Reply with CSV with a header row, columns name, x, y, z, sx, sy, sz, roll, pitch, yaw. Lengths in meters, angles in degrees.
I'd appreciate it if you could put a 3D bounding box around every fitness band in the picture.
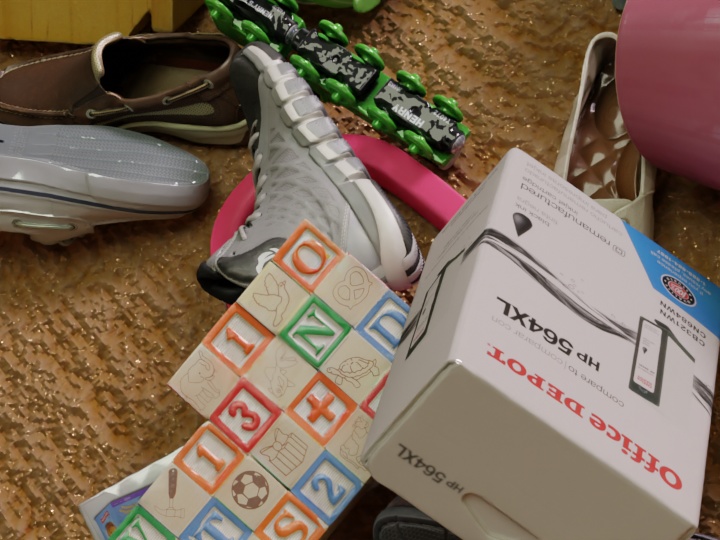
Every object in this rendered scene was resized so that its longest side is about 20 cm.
name,x,y,z,sx,sy,sz,roll,pitch,yaw
fitness band,0.000,0.000,1.234,0.143,0.038,0.200,-41,55,-12

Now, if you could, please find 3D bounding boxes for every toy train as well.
name,x,y,z,sx,sy,sz,roll,pitch,yaw
toy train,-0.015,-0.121,1.281,0.199,0.056,0.042,36,77,21

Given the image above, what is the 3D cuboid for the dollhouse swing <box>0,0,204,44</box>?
name,x,y,z,sx,sy,sz,roll,pitch,yaw
dollhouse swing,-0.174,-0.256,1.467,0.199,0.176,0.183,6,102,23

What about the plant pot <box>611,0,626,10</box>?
name,x,y,z,sx,sy,sz,roll,pitch,yaw
plant pot,0.235,-0.293,1.233,0.195,0.200,0.197,1,58,21

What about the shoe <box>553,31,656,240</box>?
name,x,y,z,sx,sy,sz,roll,pitch,yaw
shoe,0.134,-0.046,1.199,0.069,0.053,0.201,-1,58,20

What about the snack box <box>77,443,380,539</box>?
name,x,y,z,sx,sy,sz,roll,pitch,yaw
snack box,-0.053,0.112,1.163,0.199,0.024,0.072,-29,84,2

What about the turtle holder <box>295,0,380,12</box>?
name,x,y,z,sx,sy,sz,roll,pitch,yaw
turtle holder,-0.020,-0.257,1.345,0.131,0.141,0.187,14,74,46

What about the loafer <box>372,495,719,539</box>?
name,x,y,z,sx,sy,sz,roll,pitch,yaw
loafer,0.106,0.149,1.084,0.199,0.072,0.063,14,44,21

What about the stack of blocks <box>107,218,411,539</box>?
name,x,y,z,sx,sy,sz,roll,pitch,yaw
stack of blocks,-0.047,0.087,1.122,0.115,0.059,0.200,39,89,7

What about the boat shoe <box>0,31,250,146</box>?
name,x,y,z,sx,sy,sz,roll,pitch,yaw
boat shoe,-0.154,-0.125,1.347,0.201,0.075,0.075,-1,58,20

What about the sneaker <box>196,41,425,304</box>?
name,x,y,z,sx,sy,sz,roll,pitch,yaw
sneaker,-0.057,-0.042,1.215,0.115,0.075,0.200,-34,53,-4

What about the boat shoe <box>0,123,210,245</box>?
name,x,y,z,sx,sy,sz,roll,pitch,yaw
boat shoe,-0.193,-0.051,1.322,0.198,0.067,0.074,10,29,4

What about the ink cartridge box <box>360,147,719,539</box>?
name,x,y,z,sx,sy,sz,roll,pitch,yaw
ink cartridge box,0.096,0.052,1.042,0.084,0.146,0.200,-50,11,33

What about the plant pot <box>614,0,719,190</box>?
name,x,y,z,sx,sy,sz,roll,pitch,yaw
plant pot,0.243,-0.110,1.128,0.178,0.200,0.201,9,61,42
